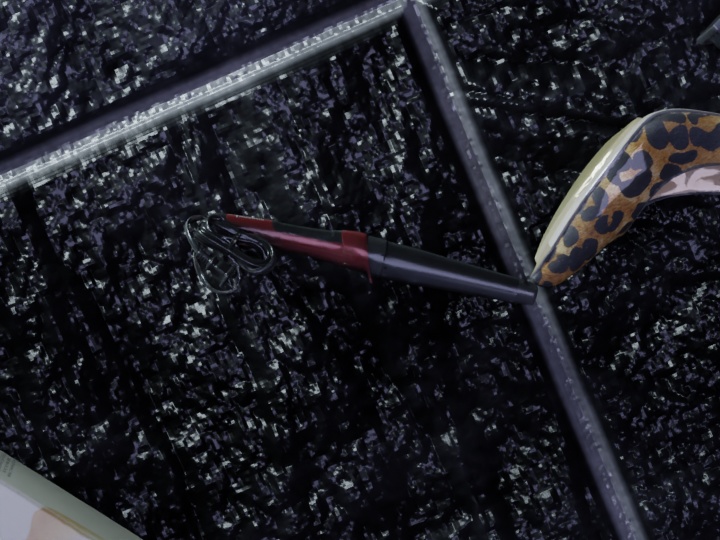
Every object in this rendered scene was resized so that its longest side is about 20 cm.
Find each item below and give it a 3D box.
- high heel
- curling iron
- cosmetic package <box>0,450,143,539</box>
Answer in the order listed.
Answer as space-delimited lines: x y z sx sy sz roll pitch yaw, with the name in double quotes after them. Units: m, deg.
0.198 -0.033 1.083 0.142 0.071 0.200 42 81 -2 "high heel"
0.000 0.000 1.088 0.199 0.026 0.050 9 58 -10 "curling iron"
-0.160 0.184 1.069 0.199 0.071 0.106 32 91 -8 "cosmetic package"
